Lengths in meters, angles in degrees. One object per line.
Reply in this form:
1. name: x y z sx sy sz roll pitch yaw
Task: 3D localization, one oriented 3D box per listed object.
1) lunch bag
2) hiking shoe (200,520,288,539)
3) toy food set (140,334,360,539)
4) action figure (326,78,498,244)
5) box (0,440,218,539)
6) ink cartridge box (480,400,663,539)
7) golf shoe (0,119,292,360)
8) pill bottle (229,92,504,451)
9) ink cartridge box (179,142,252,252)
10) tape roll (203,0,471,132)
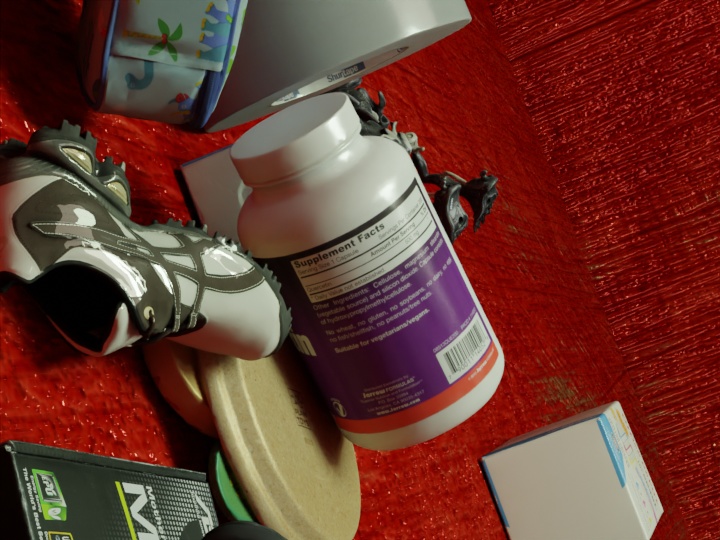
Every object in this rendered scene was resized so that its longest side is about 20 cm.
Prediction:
1. lunch bag: -0.105 -0.190 0.924 0.161 0.082 0.200 -126 -134 -64
2. hiking shoe: -0.040 0.188 0.656 0.101 0.076 0.200 51 24 -62
3. toy food set: -0.056 0.090 0.983 0.200 0.049 0.198 -9 78 -76
4. action figure: 0.008 -0.087 1.383 0.200 0.102 0.119 33 41 14
5. box: -0.096 0.178 0.707 0.193 0.047 0.200 28 43 -67
6. ink cartridge box: 0.214 0.212 1.651 0.129 0.125 0.200 69 15 4
7. golf shoe: -0.113 0.014 0.833 0.200 0.078 0.095 35 45 -39
8. pill bottle: 0.000 0.000 0.994 0.112 0.112 0.200 -79 144 -66
9. ink cartridge box: -0.045 -0.029 1.161 0.200 0.067 0.116 -10 79 -76
10. tape roll: -0.027 -0.163 1.154 0.066 0.200 0.200 66 14 -3
